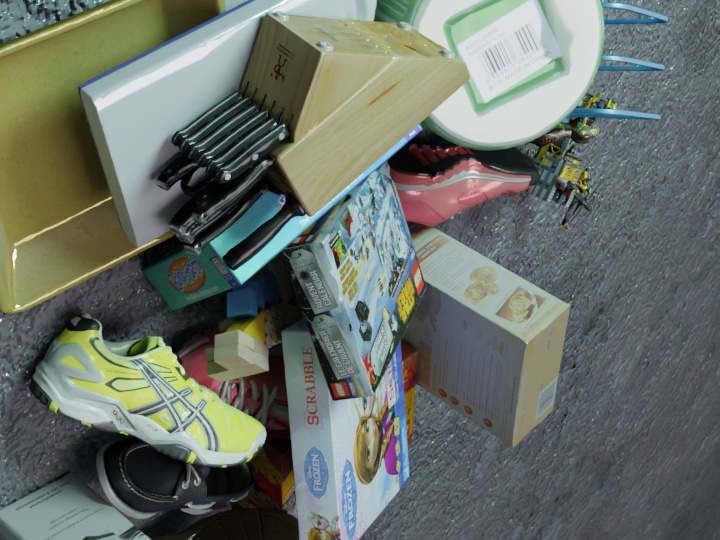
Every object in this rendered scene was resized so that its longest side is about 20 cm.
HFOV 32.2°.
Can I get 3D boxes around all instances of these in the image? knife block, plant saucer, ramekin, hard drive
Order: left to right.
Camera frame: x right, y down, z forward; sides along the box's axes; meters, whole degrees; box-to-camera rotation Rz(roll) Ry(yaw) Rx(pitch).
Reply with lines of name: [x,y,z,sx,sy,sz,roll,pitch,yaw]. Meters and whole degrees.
plant saucer: [-0.179,-0.094,0.834,0.200,0.048,0.200,-29,141,-27]
hard drive: [-0.086,-0.114,0.851,0.200,0.025,0.132,-32,141,-22]
knife block: [-0.036,-0.083,0.855,0.200,0.064,0.176,-7,128,-44]
ramekin: [0.105,-0.198,1.042,0.200,0.098,0.200,-7,116,-15]

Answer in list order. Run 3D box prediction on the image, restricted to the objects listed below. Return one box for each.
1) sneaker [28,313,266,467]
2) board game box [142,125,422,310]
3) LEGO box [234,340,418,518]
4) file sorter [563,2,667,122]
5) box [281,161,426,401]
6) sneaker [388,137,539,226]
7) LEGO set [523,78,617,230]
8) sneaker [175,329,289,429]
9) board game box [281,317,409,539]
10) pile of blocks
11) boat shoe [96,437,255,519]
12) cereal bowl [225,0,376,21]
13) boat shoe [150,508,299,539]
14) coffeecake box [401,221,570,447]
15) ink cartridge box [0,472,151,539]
sneaker: [-0.154,0.097,0.980,0.200,0.075,0.076,24,93,-33]
board game box: [-0.063,-0.054,0.978,0.200,0.152,0.045,-43,102,-27]
LEGO box: [-0.036,0.166,1.276,0.200,0.077,0.149,-35,142,-35]
file sorter: [0.215,-0.241,1.176,0.139,0.123,0.200,-5,99,-55]
box: [0.000,0.000,1.047,0.200,0.040,0.137,-58,133,-61]
sneaker: [0.088,-0.087,1.239,0.200,0.074,0.087,-5,135,-35]
LEGO set: [0.224,-0.135,1.350,0.154,0.116,0.200,-61,150,4]
sneaker: [-0.096,0.104,1.105,0.200,0.087,0.074,3,114,-57]
board game box: [-0.008,0.127,1.122,0.200,0.041,0.200,-33,120,-67]
pile of blocks: [-0.093,0.032,1.063,0.082,0.062,0.200,71,23,-10]
boat shoe: [-0.158,0.175,1.094,0.060,0.076,0.200,-22,166,16]
cereal bowl: [-0.054,-0.187,0.923,0.200,0.083,0.200,-37,144,-34]
boat shoe: [-0.150,0.279,1.185,0.201,0.072,0.066,-11,151,-20]
coffeecake box: [0.102,0.060,1.264,0.073,0.200,0.154,-37,144,-33]
ink cartridge box: [-0.204,0.284,1.008,0.084,0.200,0.146,-26,137,-43]
